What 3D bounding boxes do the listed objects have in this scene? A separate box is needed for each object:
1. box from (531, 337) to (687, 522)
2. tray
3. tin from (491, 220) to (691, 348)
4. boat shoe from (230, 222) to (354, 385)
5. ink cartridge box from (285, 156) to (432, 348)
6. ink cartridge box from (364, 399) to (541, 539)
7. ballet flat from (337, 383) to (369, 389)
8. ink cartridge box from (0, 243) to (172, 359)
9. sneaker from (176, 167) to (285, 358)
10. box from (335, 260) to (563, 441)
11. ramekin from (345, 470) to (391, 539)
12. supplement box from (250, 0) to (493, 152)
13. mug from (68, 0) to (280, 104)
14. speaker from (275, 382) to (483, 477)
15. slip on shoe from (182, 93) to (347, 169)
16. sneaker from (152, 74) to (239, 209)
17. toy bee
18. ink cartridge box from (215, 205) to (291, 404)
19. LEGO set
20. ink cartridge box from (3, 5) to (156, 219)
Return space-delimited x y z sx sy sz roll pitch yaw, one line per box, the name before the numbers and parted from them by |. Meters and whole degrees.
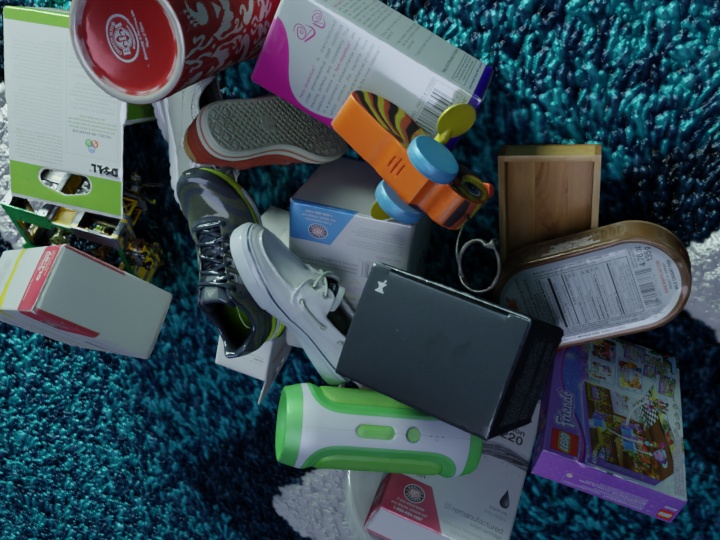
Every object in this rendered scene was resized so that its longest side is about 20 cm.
box | 0.255 0.144 0.780 0.136 0.200 0.039 19 129 7
tray | 0.197 -0.031 0.799 0.098 0.037 0.201 2 120 16
tin | 0.230 0.018 0.774 0.199 0.042 0.113 -16 108 25
boat shoe | -0.044 0.026 0.743 0.066 0.074 0.200 -21 123 25
ink cartridge box | 0.000 0.000 0.824 0.128 0.125 0.201 13 123 11
ink cartridge box | 0.109 0.217 0.860 0.145 0.201 0.085 23 143 3
ballet flat | 0.013 0.139 0.939 0.070 0.071 0.200 32 123 -2
ink cartridge box | -0.340 0.037 0.902 0.145 0.084 0.199 30 159 -38
sneaker | -0.131 -0.005 0.753 0.073 0.081 0.201 -13 109 21
box | 0.090 0.072 0.704 0.147 0.200 0.105 21 92 24
ramekin | 0.072 0.276 0.921 0.201 0.203 0.094 24 144 3
supplement box | 0.013 -0.187 0.729 0.199 0.104 0.101 30 124 -3
mug | -0.179 -0.248 0.696 0.133 0.200 0.178 -37 104 31
speaker | 0.018 0.161 0.769 0.198 0.089 0.089 7 123 -12
slip on shoe | -0.088 -0.133 0.749 0.061 0.199 0.075 -16 89 42
sneaker | -0.162 -0.124 0.830 0.081 0.075 0.201 -3 117 29
toy bee | 0.063 -0.072 0.673 0.130 0.108 0.201 -24 86 37
ink cartridge box | -0.111 0.042 0.888 0.067 0.117 0.201 18 121 7
LEGO set | -0.317 -0.074 0.915 0.199 0.116 0.154 12 151 15
ink cartridge box | -0.301 -0.173 0.828 0.147 0.076 0.201 12 109 11
